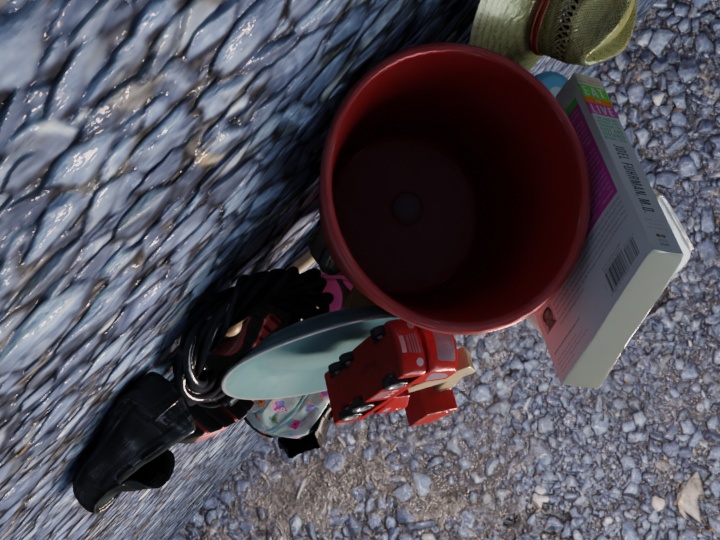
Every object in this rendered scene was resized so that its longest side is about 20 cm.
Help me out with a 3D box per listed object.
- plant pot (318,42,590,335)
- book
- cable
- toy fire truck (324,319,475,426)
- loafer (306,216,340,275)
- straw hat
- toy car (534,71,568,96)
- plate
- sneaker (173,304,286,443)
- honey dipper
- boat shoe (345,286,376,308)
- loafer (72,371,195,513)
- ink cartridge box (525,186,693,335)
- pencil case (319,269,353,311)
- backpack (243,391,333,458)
[{"bbox_3d":[0.051,-0.052,0.813,0.201,0.200,0.177,-46,-175,-10],"label":"plant pot"},{"bbox_3d":[0.165,-0.035,0.796,0.202,0.047,0.135,-98,-156,-45],"label":"book"},{"bbox_3d":[-0.091,0.059,0.935,0.161,0.051,0.201,-29,160,-14],"label":"cable"},{"bbox_3d":[0.046,0.089,0.911,0.139,0.050,0.200,-5,160,-27],"label":"toy fire truck"},{"bbox_3d":[-0.008,-0.049,0.994,0.072,0.063,0.200,-55,169,24],"label":"loafer"},{"bbox_3d":[0.171,-0.206,0.825,0.201,0.084,0.203,-47,156,-28],"label":"straw hat"},{"bbox_3d":[0.108,-0.113,1.144,0.197,0.181,0.184,-8,177,-28],"label":"toy car"},{"bbox_3d":[-0.024,0.066,0.907,0.196,0.026,0.201,-14,161,-5],"label":"plate"},{"bbox_3d":[-0.129,0.111,1.091,0.200,0.074,0.087,-44,176,-34],"label":"sneaker"},{"bbox_3d":[-0.063,-0.001,1.028,0.199,0.038,0.038,-40,172,-34],"label":"honey dipper"},{"bbox_3d":[0.045,-0.034,0.955,0.201,0.063,0.073,-50,-145,6],"label":"boat shoe"},{"bbox_3d":[-0.199,0.166,0.933,0.068,0.070,0.201,-41,171,-46],"label":"loafer"},{"bbox_3d":[0.173,-0.036,0.954,0.145,0.085,0.200,-42,-141,1],"label":"ink cartridge box"},{"bbox_3d":[0.000,0.000,1.160,0.089,0.095,0.200,-14,-162,18],"label":"pencil case"},{"bbox_3d":[-0.083,0.130,1.262,0.169,0.125,0.200,-67,-171,-8],"label":"backpack"}]
